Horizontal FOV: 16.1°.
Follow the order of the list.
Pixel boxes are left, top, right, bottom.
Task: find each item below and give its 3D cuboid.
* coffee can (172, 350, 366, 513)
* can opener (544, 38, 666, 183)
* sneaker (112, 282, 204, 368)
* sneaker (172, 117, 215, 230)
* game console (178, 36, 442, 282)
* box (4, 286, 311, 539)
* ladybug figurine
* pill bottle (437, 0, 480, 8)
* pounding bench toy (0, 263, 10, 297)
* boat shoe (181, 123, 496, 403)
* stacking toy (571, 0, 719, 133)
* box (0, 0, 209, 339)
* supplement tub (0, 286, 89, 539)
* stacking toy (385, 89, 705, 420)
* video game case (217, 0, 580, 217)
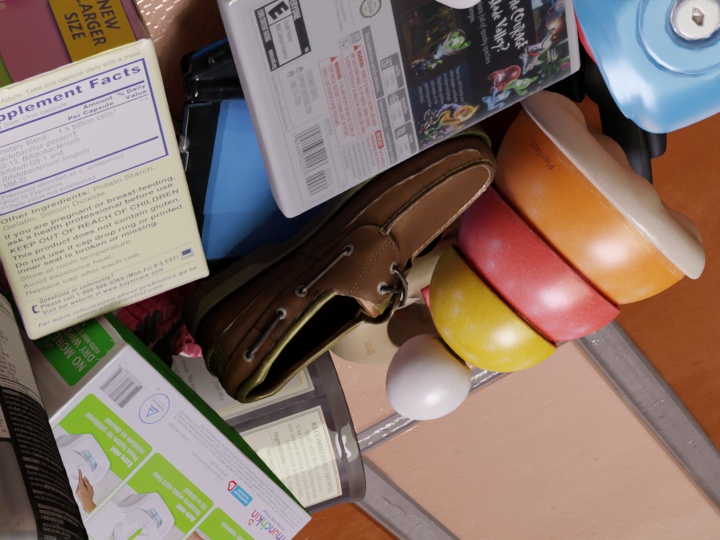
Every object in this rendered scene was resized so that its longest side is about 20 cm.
[{"bbox_3d":[-0.114,0.103,1.576,0.199,0.147,0.147,-18,149,-8],"label":"coffee can"},{"bbox_3d":[0.159,-0.108,1.536,0.064,0.078,0.200,-62,154,-12],"label":"can opener"},{"bbox_3d":[-0.127,0.014,1.453,0.200,0.074,0.081,-40,145,-59],"label":"sneaker"},{"bbox_3d":[-0.172,-0.030,1.394,0.199,0.080,0.078,-15,148,-14],"label":"sneaker"},{"bbox_3d":[0.008,-0.073,1.383,0.199,0.119,0.170,-7,174,-38],"label":"game console"},{"bbox_3d":[-0.152,0.123,1.322,0.176,0.097,0.200,-45,138,-1],"label":"box"},{"bbox_3d":[0.063,-0.011,1.591,0.199,0.072,0.136,-22,149,-2],"label":"ladybug figurine"},{"bbox_3d":[-0.017,-0.206,1.128,0.199,0.113,0.113,24,134,-9],"label":"pill bottle"},{"bbox_3d":[-0.298,-0.033,1.257,0.199,0.125,0.156,-22,150,-3],"label":"pounding bench toy"},{"bbox_3d":[0.000,0.000,1.398,0.200,0.068,0.072,-37,149,7],"label":"boat shoe"},{"bbox_3d":[0.151,-0.167,1.310,0.109,0.200,0.116,-25,118,6],"label":"stacking toy"},{"bbox_3d":[-0.155,-0.100,1.200,0.096,0.177,0.200,-20,150,-7],"label":"box"},{"bbox_3d":[-0.204,0.076,1.170,0.122,0.201,0.123,-17,148,-11],"label":"supplement tub"},{"bbox_3d":[0.087,0.007,1.481,0.200,0.146,0.146,-44,146,8],"label":"stacking toy"},{"bbox_3d":[0.024,-0.123,1.281,0.181,0.023,0.200,-27,150,-8],"label":"video game case"}]
